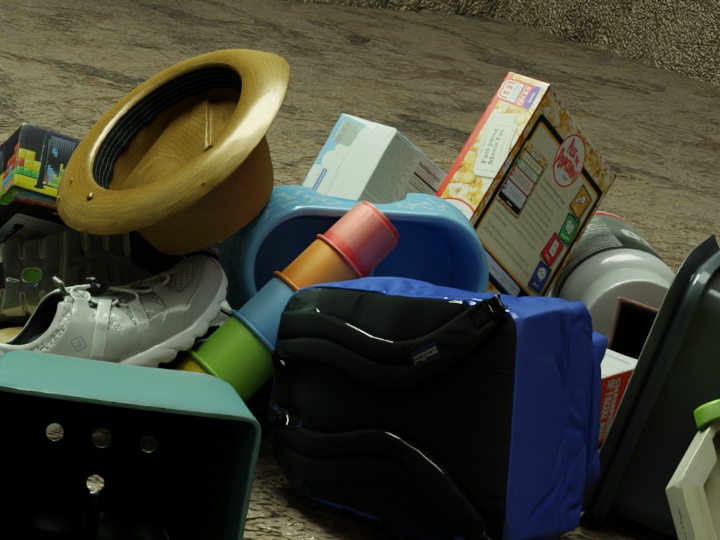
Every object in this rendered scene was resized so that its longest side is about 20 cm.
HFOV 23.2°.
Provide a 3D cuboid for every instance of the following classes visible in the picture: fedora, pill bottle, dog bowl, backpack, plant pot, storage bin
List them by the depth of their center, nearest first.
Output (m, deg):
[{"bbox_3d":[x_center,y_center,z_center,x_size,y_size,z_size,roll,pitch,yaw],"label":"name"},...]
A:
[{"bbox_3d":[-0.141,0.116,0.944,0.141,0.142,0.200,8,8,-10],"label":"plant pot"},{"bbox_3d":[0.048,0.089,1.128,0.199,0.164,0.167,6,0,36],"label":"backpack"},{"bbox_3d":[0.253,0.097,1.186,0.134,0.201,0.145,27,19,16],"label":"storage bin"},{"bbox_3d":[-0.118,-0.073,1.229,0.200,0.082,0.201,-22,33,15],"label":"fedora"},{"bbox_3d":[0.000,0.000,1.252,0.199,0.112,0.050,3,8,-15],"label":"dog bowl"},{"bbox_3d":[0.220,0.025,1.540,0.113,0.115,0.200,8,16,-7],"label":"pill bottle"}]

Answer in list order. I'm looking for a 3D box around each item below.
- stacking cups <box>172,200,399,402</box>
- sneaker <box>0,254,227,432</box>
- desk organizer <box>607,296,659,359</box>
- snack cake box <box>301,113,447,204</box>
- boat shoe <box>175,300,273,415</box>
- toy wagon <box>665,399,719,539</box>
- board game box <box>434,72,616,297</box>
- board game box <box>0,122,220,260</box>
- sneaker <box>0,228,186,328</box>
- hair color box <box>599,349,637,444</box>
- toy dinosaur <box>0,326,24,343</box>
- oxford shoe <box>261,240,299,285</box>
[{"bbox_3d":[-0.053,0.037,1.186,0.061,0.200,0.061,47,-9,9],"label":"stacking cups"},{"bbox_3d":[-0.170,0.034,1.158,0.200,0.082,0.075,-36,16,-36],"label":"sneaker"},{"bbox_3d":[0.285,0.090,1.363,0.199,0.072,0.077,20,-9,21],"label":"desk organizer"},{"bbox_3d":[0.034,-0.028,1.446,0.067,0.115,0.200,20,-12,43],"label":"snack cake box"},{"bbox_3d":[-0.102,0.060,1.302,0.200,0.070,0.066,30,22,32],"label":"boat shoe"},{"bbox_3d":[0.287,0.150,1.068,0.199,0.156,0.040,-5,-20,-19],"label":"toy wagon"},{"bbox_3d":[0.120,-0.037,1.441,0.046,0.201,0.151,23,-13,39],"label":"board game box"},{"bbox_3d":[-0.202,-0.035,1.356,0.199,0.057,0.165,16,-25,-28],"label":"board game box"},{"bbox_3d":[-0.220,0.009,1.322,0.199,0.075,0.116,1,-8,-1],"label":"sneaker"},{"bbox_3d":[0.117,0.094,1.322,0.111,0.064,0.200,22,20,36],"label":"hair color box"},{"bbox_3d":[-0.211,0.056,1.247,0.101,0.059,0.200,19,17,32],"label":"toy dinosaur"},{"bbox_3d":[-0.003,0.031,1.316,0.199,0.075,0.058,29,-7,-23],"label":"oxford shoe"}]
